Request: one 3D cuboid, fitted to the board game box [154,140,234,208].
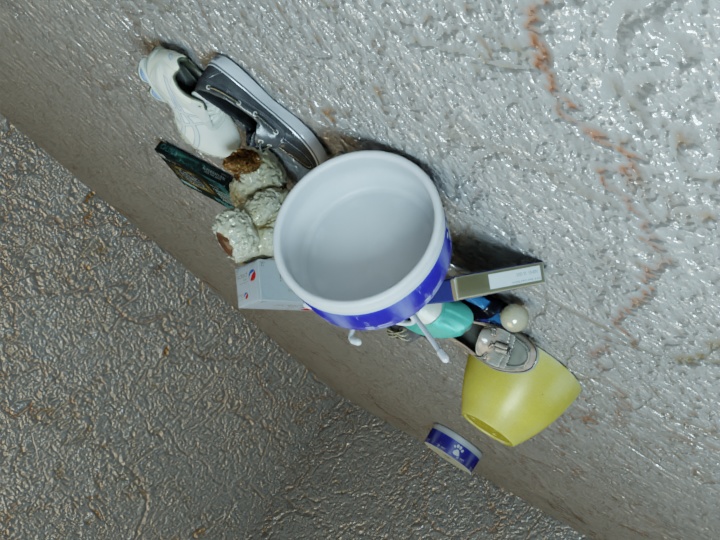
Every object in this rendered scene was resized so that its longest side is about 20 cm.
[{"bbox_3d":[-0.320,-0.187,1.492,0.199,0.028,0.135,28,165,24],"label":"board game box"}]

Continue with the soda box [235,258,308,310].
[{"bbox_3d":[-0.105,0.027,1.187,0.199,0.069,0.063,5,163,-44],"label":"soda box"}]

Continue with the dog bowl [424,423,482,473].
[{"bbox_3d":[0.330,0.634,2.579,0.200,0.079,0.200,33,166,9],"label":"dog bowl"}]

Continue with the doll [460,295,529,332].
[{"bbox_3d":[0.182,0.058,1.082,0.136,0.049,0.200,30,170,-25],"label":"doll"}]

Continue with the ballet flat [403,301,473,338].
[{"bbox_3d":[0.069,0.049,1.065,0.199,0.068,0.070,16,165,38],"label":"ballet flat"}]

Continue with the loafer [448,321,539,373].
[{"bbox_3d":[0.192,0.112,1.166,0.063,0.072,0.200,17,-175,-41],"label":"loafer"}]

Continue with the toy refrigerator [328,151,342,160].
[{"bbox_3d":[0.019,-0.071,1.002,0.200,0.070,0.076,38,160,-14],"label":"toy refrigerator"}]

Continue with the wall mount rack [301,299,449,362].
[{"bbox_3d":[0.025,0.055,0.950,0.173,0.075,0.200,2,152,39],"label":"wall mount rack"}]

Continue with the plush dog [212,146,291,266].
[{"bbox_3d":[-0.149,-0.110,1.116,0.200,0.160,0.173,113,142,-86],"label":"plush dog"}]

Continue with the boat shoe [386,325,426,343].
[{"bbox_3d":[0.081,0.087,1.229,0.074,0.074,0.199,17,-177,41],"label":"boat shoe"}]

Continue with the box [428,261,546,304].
[{"bbox_3d":[0.137,0.019,0.944,0.200,0.120,0.033,169,91,-73],"label":"box"}]

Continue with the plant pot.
[{"bbox_3d":[0.252,0.211,1.231,0.199,0.142,0.200,32,165,10],"label":"plant pot"}]

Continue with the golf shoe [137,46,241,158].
[{"bbox_3d":[-0.229,-0.233,1.042,0.097,0.079,0.200,13,156,43],"label":"golf shoe"}]

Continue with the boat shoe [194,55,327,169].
[{"bbox_3d":[-0.133,-0.192,0.955,0.200,0.066,0.070,42,165,-25],"label":"boat shoe"}]

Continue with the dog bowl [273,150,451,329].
[{"bbox_3d":[0.004,-0.036,0.846,0.200,0.201,0.079,28,166,27],"label":"dog bowl"}]
